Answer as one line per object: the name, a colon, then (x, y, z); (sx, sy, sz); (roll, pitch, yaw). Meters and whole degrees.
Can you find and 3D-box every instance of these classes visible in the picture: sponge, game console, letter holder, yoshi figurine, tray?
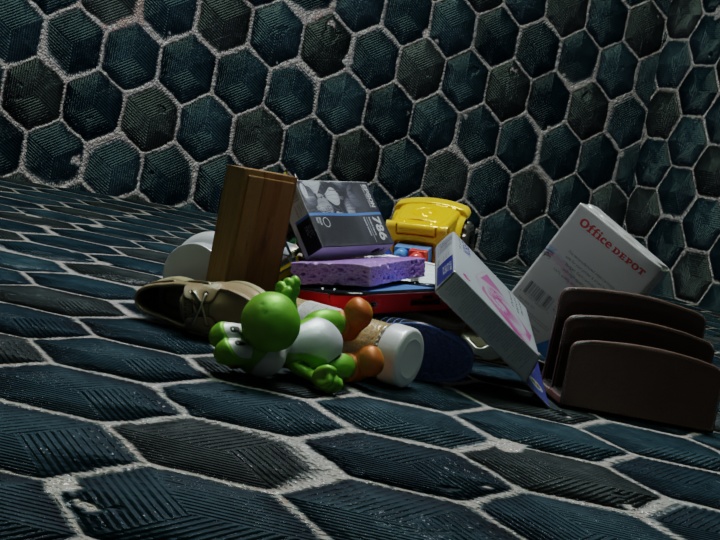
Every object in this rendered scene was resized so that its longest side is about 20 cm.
sponge: (0.000, 0.000, 1.605); (0.110, 0.030, 0.200); (1, 3, 23)
game console: (0.009, 0.027, 1.583); (0.198, 0.031, 0.176); (-1, 9, -36)
letter holder: (0.340, 0.105, 1.540); (0.197, 0.144, 0.101); (11, 5, -7)
yoshi figurine: (-0.059, 0.067, 1.294); (0.198, 0.113, 0.112); (3, 16, -41)
tray: (-0.138, -0.023, 1.538); (0.037, 0.203, 0.098); (16, 7, 37)

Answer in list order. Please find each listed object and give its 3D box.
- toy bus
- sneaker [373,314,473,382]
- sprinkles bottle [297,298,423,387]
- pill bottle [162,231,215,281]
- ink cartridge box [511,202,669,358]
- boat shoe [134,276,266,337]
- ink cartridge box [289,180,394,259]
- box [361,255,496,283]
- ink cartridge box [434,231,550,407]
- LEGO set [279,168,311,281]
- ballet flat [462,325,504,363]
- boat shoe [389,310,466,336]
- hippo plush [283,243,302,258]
toy bus: (0.092, 0.006, 1.901); (0.134, 0.203, 0.192); (6, 18, 14)
sneaker: (0.046, 0.085, 1.510); (0.197, 0.071, 0.078); (12, 12, 14)
sprinkles bottle: (-0.026, 0.078, 1.439); (0.198, 0.069, 0.068); (14, 6, 31)
pill bottle: (-0.183, 0.004, 1.643); (0.110, 0.113, 0.200); (13, 5, 15)
ink cartridge box: (0.318, 0.028, 1.770); (0.147, 0.201, 0.144); (41, 13, 14)
boat shoe: (-0.184, 0.047, 1.461); (0.198, 0.072, 0.064); (5, 6, 40)
ink cartridge box: (-0.019, -0.068, 1.657); (0.039, 0.100, 0.199); (-33, -16, 32)
box: (0.085, 0.043, 1.781); (0.197, 0.061, 0.117); (10, -36, -8)
ink cartridge box: (0.170, 0.055, 1.534); (0.200, 0.043, 0.197); (44, 13, -9)
LEGO set: (-0.052, -0.044, 1.717); (0.115, 0.155, 0.200); (-29, -24, 15)
ballet flat: (0.136, 0.090, 1.716); (0.198, 0.069, 0.067); (8, 27, -20)
boat shoe: (0.051, 0.075, 1.633); (0.198, 0.070, 0.073); (9, 10, 36)
hippo plush: (-0.120, -0.056, 1.976); (0.198, 0.163, 0.159); (-2, -21, 27)
